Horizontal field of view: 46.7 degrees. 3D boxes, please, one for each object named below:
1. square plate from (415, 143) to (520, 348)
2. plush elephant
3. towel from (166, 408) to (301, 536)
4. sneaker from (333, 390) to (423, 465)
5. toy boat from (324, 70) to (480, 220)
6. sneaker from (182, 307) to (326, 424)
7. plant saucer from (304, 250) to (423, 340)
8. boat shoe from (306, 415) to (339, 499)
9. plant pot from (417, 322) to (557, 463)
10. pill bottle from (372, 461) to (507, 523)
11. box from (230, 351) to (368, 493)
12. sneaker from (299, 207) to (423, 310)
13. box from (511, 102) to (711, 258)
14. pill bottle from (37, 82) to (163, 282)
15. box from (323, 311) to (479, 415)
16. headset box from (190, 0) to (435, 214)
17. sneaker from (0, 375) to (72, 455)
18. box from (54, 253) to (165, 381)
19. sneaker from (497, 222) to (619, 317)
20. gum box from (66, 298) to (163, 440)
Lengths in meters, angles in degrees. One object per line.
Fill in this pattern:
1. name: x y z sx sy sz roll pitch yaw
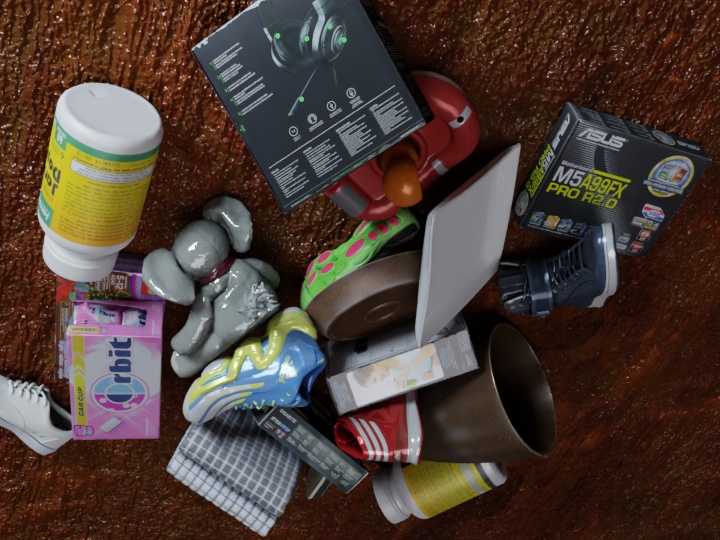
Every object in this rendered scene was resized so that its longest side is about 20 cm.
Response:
1. square plate: 0.126 -0.034 1.018 0.028 0.198 0.203 26 135 26
2. plush elephant: -0.179 0.011 1.005 0.164 0.156 0.200 -35 178 -29
3. towel: -0.159 0.244 1.137 0.164 0.200 0.086 33 106 -5
4. sneaker: 0.019 0.181 1.135 0.113 0.201 0.080 2 115 -7
5. toy boat: 0.046 -0.123 0.934 0.199 0.132 0.130 -38 126 21
6. sneaker: -0.124 0.141 1.010 0.199 0.106 0.076 -42 157 7
7. plant saucer: 0.023 0.040 1.064 0.196 0.035 0.201 -19 159 -7
8. boat shoe: -0.029 0.291 1.296 0.066 0.072 0.202 20 121 -19
9. plant pot: 0.151 0.199 1.198 0.198 0.190 0.187 -25 130 30
10. pill bottle: 0.122 0.320 1.317 0.197 0.114 0.113 -29 128 14
11. box: -0.088 0.201 1.154 0.046 0.159 0.200 -43 124 1
12. sneaker: 0.000 0.000 1.063 0.199 0.078 0.083 -37 125 23
13. box: 0.311 -0.108 1.045 0.196 0.045 0.162 12 127 -18
14. pill bottle: -0.292 -0.090 0.917 0.110 0.114 0.202 13 126 -19
15. box: 0.051 0.113 1.125 0.196 0.117 0.061 -19 109 2
16. headset box: -0.048 -0.193 0.839 0.172 0.093 0.202 -30 96 16
17. sneaker: -0.464 0.178 1.143 0.070 0.074 0.201 -30 137 4
18. box: -0.326 0.066 1.085 0.134 0.039 0.203 6 128 -15
19. sneaker: 0.250 0.003 1.066 0.142 0.079 0.203 -1 157 5
20. gum box: -0.311 0.126 1.066 0.111 0.067 0.203 2 129 -14
